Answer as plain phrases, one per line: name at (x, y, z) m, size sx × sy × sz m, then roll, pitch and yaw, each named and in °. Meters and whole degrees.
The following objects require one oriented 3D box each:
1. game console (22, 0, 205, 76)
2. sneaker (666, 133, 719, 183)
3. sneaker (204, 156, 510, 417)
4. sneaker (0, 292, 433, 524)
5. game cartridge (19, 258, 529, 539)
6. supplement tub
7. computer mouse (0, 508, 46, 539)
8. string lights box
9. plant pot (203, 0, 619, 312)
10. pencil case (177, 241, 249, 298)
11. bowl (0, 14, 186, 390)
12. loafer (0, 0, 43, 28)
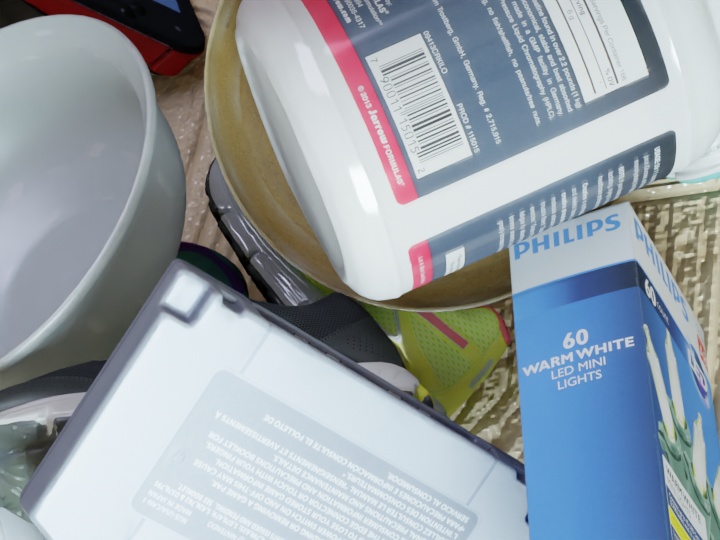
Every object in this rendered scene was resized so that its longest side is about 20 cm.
game console at (-0.177, -0.201, 1.215) m, size 0.031 × 0.177 × 0.200 m, roll -45°, pitch 42°, yaw 19°
sneaker at (0.144, -0.139, 1.037) m, size 0.077 × 0.091 × 0.200 m, roll -25°, pitch 46°, yaw 7°
sneaker at (0.000, 0.000, 1.021) m, size 0.090 × 0.078 × 0.200 m, roll -38°, pitch 57°, yaw -4°
sneaker at (-0.073, 0.057, 0.908) m, size 0.199 × 0.075 × 0.085 m, roll -4°, pitch 40°, yaw -18°
game cartridge at (-0.030, 0.098, 0.861) m, size 0.134 × 0.200 × 0.040 m, roll -57°, pitch 25°, yaw 1°
supplement tub at (0.061, -0.086, 0.882) m, size 0.199 × 0.141 × 0.140 m, roll -24°, pitch 45°, yaw -6°
computer mouse at (-0.174, 0.108, 1.022) m, size 0.044 × 0.110 × 0.200 m, roll -21°, pitch 56°, yaw 7°
string lights box at (0.108, 0.084, 0.867) m, size 0.059 × 0.103 × 0.200 m, roll -17°, pitch 48°, yaw 19°
plant pot at (0.029, -0.081, 0.962) m, size 0.200 × 0.200 × 0.027 m, roll -39°, pitch 2°, yaw -5°
pencil case at (-0.085, 0.081, 0.987) m, size 0.085 × 0.092 × 0.200 m, roll -55°, pitch 32°, yaw 36°
bowl at (-0.151, -0.010, 0.975) m, size 0.201 × 0.090 × 0.202 m, roll -19°, pitch 50°, yaw 25°
loafer at (-0.197, -0.102, 1.213) m, size 0.075 × 0.070 × 0.200 m, roll -25°, pitch 46°, yaw 9°
